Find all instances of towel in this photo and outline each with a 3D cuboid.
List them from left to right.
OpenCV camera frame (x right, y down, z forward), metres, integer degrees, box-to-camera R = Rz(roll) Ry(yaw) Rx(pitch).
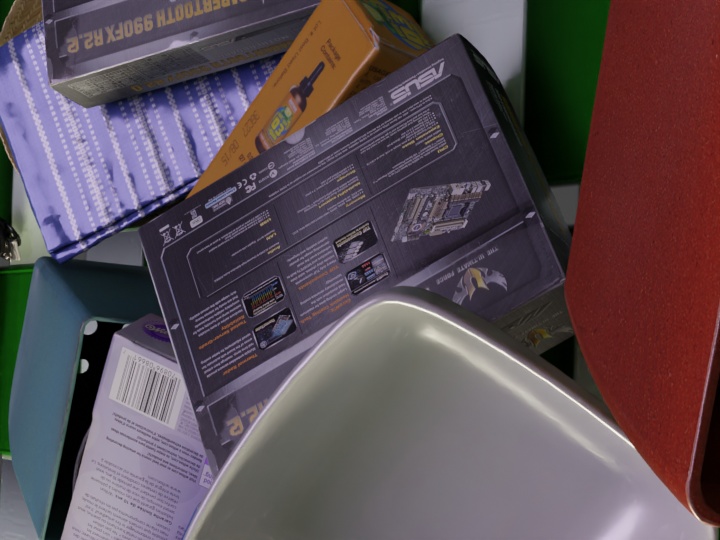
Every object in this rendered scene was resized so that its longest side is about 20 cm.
[{"bbox_3d":[-0.127,-0.108,1.232,0.199,0.024,0.146,-26,76,15],"label":"towel"}]

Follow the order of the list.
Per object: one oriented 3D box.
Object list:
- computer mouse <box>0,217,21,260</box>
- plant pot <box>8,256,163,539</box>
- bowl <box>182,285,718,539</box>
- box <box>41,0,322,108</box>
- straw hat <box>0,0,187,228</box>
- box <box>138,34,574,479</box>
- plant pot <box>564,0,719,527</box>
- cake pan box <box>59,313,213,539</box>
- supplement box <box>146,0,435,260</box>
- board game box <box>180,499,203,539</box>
[{"bbox_3d":[-0.318,0.047,1.629,0.138,0.052,0.201,19,93,56],"label":"computer mouse"},{"bbox_3d":[-0.141,0.069,1.260,0.200,0.140,0.142,-141,61,-61],"label":"plant pot"},{"bbox_3d":[0.036,0.116,0.920,0.200,0.199,0.075,-54,5,18],"label":"bowl"},{"bbox_3d":[-0.092,-0.197,1.190,0.199,0.048,0.159,-14,73,21],"label":"box"},{"bbox_3d":[-0.127,-0.123,1.287,0.200,0.085,0.203,-1,87,19],"label":"straw hat"},{"bbox_3d":[0.000,0.000,1.008,0.199,0.048,0.159,-31,56,14],"label":"box"},{"bbox_3d":[0.175,-0.029,0.715,0.176,0.199,0.201,-151,68,-68],"label":"plant pot"},{"bbox_3d":[-0.069,0.142,1.104,0.199,0.052,0.185,22,109,15],"label":"cake pan box"},{"bbox_3d":[-0.034,-0.055,1.122,0.200,0.069,0.067,-55,42,23],"label":"supplement box"},{"bbox_3d":[-0.032,0.241,1.050,0.200,0.043,0.200,36,124,15],"label":"board game box"}]
